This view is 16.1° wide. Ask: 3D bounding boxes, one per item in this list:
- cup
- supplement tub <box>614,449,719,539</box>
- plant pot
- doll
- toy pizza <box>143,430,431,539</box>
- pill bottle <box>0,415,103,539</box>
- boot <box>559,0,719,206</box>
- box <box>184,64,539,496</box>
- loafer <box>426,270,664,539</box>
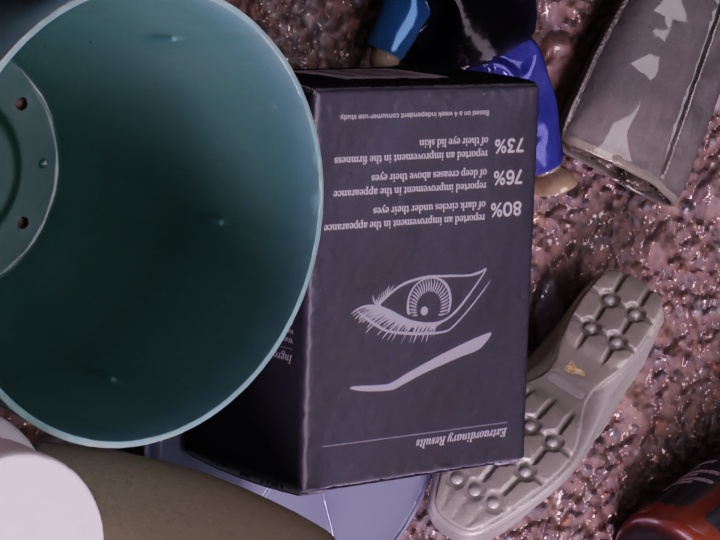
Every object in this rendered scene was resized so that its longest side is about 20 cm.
[{"bbox_3d":[-0.127,0.162,1.197,0.143,0.200,0.200,39,71,-13],"label":"cup"},{"bbox_3d":[0.256,0.150,1.561,0.200,0.107,0.107,-31,118,-32],"label":"supplement tub"},{"bbox_3d":[-0.144,-0.034,1.141,0.200,0.161,0.201,-9,104,-40],"label":"plant pot"},{"bbox_3d":[0.057,-0.124,1.370,0.136,0.048,0.200,-27,116,-23],"label":"doll"},{"bbox_3d":[-0.037,0.083,1.344,0.200,0.032,0.201,-9,104,-38],"label":"toy pizza"},{"bbox_3d":[-0.201,0.102,1.092,0.109,0.200,0.110,-9,104,-38],"label":"pill bottle"},{"bbox_3d":[0.211,-0.133,1.488,0.182,0.073,0.200,20,79,-28],"label":"boot"},{"bbox_3d":[0.000,0.000,1.269,0.148,0.104,0.200,-3,101,-38],"label":"box"},{"bbox_3d":[0.105,0.085,1.438,0.200,0.070,0.070,-45,162,-29],"label":"loafer"}]
